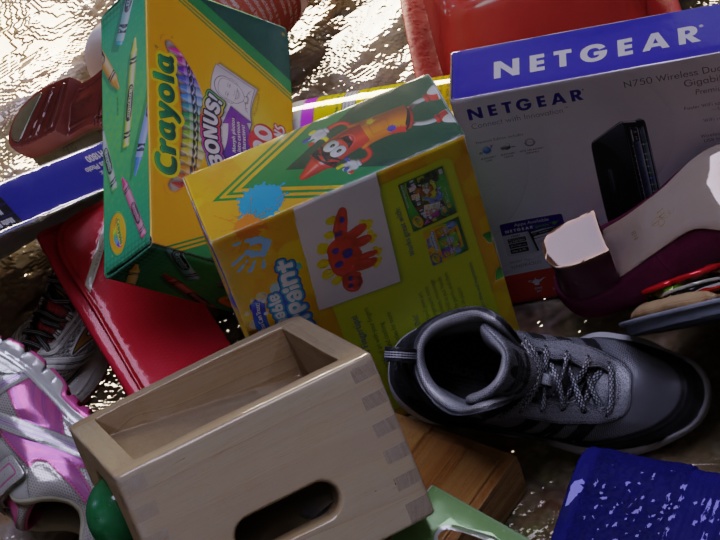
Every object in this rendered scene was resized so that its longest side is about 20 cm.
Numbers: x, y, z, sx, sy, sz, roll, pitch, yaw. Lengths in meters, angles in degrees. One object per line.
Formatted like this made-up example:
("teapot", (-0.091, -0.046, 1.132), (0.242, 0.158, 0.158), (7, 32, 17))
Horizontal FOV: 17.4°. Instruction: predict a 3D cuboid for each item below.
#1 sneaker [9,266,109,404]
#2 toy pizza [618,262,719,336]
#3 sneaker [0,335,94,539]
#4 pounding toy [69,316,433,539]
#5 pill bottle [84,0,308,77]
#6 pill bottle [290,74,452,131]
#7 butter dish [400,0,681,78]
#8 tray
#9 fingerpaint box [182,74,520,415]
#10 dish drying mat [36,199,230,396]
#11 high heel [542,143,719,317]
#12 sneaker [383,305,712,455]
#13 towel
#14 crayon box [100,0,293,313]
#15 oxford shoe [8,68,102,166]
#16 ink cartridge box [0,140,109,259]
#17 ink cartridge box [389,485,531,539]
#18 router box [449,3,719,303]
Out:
("sneaker", (-0.198, 0.028, 1.598), (0.078, 0.083, 0.200), (27, 61, 37))
("toy pizza", (0.249, 0.005, 1.395), (0.198, 0.200, 0.032), (-12, 85, 8))
("sneaker", (-0.208, 0.114, 1.488), (0.199, 0.082, 0.088), (32, 68, 17))
("pounding toy", (-0.081, 0.139, 1.356), (0.199, 0.143, 0.184), (-26, 13, -12))
("pill bottle", (-0.109, -0.200, 1.775), (0.111, 0.113, 0.200), (16, 53, 33))
("pill bottle", (0.051, -0.078, 1.596), (0.198, 0.105, 0.105), (-9, 44, 12))
("butter dish", (0.117, -0.228, 1.692), (0.198, 0.148, 0.201), (-16, 43, 6))
("tray", (0.005, 0.178, 1.404), (0.098, 0.037, 0.200), (17, 55, 33))
("fingerpaint box", (0.000, 0.000, 1.465), (0.166, 0.201, 0.074), (-23, 43, -3))
("dish drying mat", (-0.133, 0.040, 1.538), (0.076, 0.018, 0.201), (-26, 69, -20))
("high heel", (0.214, -0.025, 1.472), (0.198, 0.096, 0.068), (-15, 64, 14))
("sneaker", (0.109, 0.067, 1.397), (0.198, 0.114, 0.076), (5, 83, 9))
("towel", (0.196, 0.183, 1.324), (0.198, 0.050, 0.148), (9, 57, 28))
("crayon box", (-0.106, -0.080, 1.540), (0.058, 0.118, 0.202), (-33, 51, 44))
("oxford shoe", (-0.162, -0.110, 1.694), (0.199, 0.075, 0.071), (-9, 52, 41))
("ink cartridge box", (-0.236, -0.038, 1.588), (0.199, 0.041, 0.199), (-26, 3, 32))
("ink cartridge box", (0.025, 0.226, 1.291), (0.103, 0.060, 0.200), (26, 59, 27))
("router box", (0.169, -0.072, 1.491), (0.198, 0.180, 0.049), (-10, 43, 12))
